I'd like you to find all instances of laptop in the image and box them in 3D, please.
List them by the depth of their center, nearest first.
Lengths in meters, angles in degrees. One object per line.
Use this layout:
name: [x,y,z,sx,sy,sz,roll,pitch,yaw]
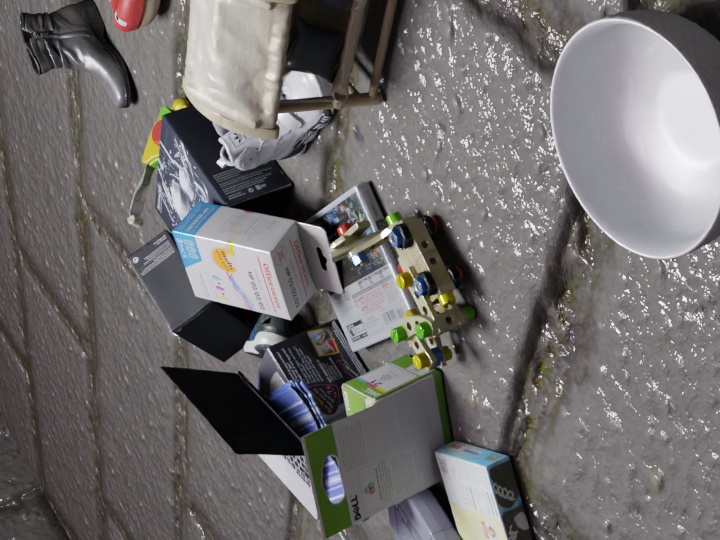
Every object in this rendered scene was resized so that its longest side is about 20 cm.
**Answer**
laptop: [-0.152,0.223,1.731,0.187,0.116,0.200,42,146,40]

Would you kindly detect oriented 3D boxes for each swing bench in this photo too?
swing bench: [-0.075,-0.257,1.421,0.130,0.200,0.199,51,149,29]

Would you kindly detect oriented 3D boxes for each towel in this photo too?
towel: [-0.063,0.242,1.731,0.200,0.024,0.145,64,152,5]

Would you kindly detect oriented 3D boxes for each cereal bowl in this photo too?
cereal bowl: [0.245,-0.115,1.074,0.200,0.083,0.200,40,142,41]

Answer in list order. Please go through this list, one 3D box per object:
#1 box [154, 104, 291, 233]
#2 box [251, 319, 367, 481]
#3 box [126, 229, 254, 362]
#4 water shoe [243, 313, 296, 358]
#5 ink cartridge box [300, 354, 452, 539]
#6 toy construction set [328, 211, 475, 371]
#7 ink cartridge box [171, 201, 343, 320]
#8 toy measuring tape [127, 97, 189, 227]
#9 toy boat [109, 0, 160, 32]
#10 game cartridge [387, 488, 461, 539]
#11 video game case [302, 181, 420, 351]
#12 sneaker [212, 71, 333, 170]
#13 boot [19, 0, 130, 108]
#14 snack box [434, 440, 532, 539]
box: [-0.196,-0.103,1.868,0.182,0.104,0.200,54,150,27]
box: [-0.072,0.183,1.845,0.132,0.115,0.200,58,152,19]
box: [-0.244,0.041,1.993,0.141,0.079,0.200,58,-175,22]
water shoe: [-0.118,0.089,1.927,0.200,0.071,0.079,151,139,-77]
ink cartridge box: [0.008,0.210,1.624,0.076,0.200,0.148,24,130,54]
toy construction set: [0.054,0.012,1.525,0.200,0.092,0.131,51,151,8]
ink cartridge box: [-0.131,-0.010,1.714,0.200,0.068,0.115,12,136,31]
toy measuring tape: [-0.280,-0.155,1.956,0.074,0.073,0.200,6,77,60]
toy boat: [-0.367,-0.429,1.903,0.200,0.131,0.131,62,153,12]
game cartridge: [0.085,0.343,1.727,0.200,0.040,0.134,-130,24,-54]
video game case: [0.000,0.000,1.678,0.182,0.023,0.200,66,154,2]
sneaker: [-0.108,-0.182,1.633,0.075,0.115,0.200,61,152,12]
boot: [-0.456,-0.330,2.139,0.200,0.131,0.070,61,152,12]
snack box: [0.158,0.308,1.604,0.116,0.037,0.200,6,115,62]
